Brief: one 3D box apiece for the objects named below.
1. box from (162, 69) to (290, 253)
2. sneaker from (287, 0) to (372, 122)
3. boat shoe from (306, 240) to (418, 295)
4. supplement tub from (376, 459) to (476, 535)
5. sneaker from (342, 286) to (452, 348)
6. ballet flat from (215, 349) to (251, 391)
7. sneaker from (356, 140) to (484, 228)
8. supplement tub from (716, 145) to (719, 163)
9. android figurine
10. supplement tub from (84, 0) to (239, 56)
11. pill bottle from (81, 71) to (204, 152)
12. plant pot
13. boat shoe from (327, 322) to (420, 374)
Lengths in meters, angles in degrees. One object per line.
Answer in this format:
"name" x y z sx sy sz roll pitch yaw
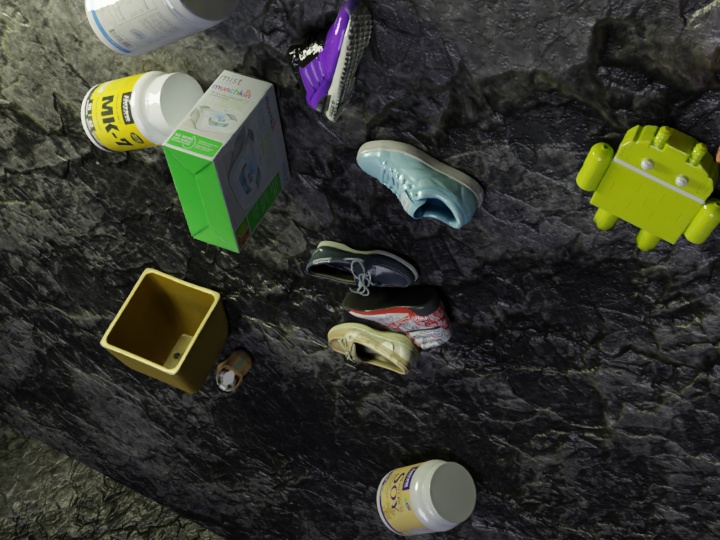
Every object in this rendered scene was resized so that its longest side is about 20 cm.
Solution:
"box" -0.198 -0.165 1.443 0.095 0.177 0.202 19 144 20
"sneaker" -0.052 -0.287 1.262 0.099 0.070 0.201 31 146 6
"boat shoe" 0.000 0.000 1.593 0.197 0.062 0.076 16 142 23
"supplement tub" 0.140 0.484 2.023 0.145 0.146 0.199 41 146 -13
"sneaker" 0.065 0.085 1.644 0.199 0.068 0.109 -2 131 38
"ballet flat" -0.299 0.237 2.150 0.068 0.063 0.200 33 147 -1
"sneaker" 0.074 -0.121 1.357 0.198 0.082 0.074 22 145 16
"supplement tub" 0.484 -0.114 0.984 0.198 0.123 0.123 28 147 9
"android figurine" 0.363 -0.103 1.178 0.180 0.041 0.201 29 148 7
"supplement tub" -0.268 -0.373 1.276 0.198 0.133 0.132 -6 131 43
"pill bottle" -0.344 -0.254 1.510 0.198 0.115 0.115 -1 135 40
"plant pot" -0.393 0.150 2.012 0.193 0.196 0.201 18 154 20
"boat shoe" 0.015 0.150 1.772 0.198 0.063 0.074 10 141 31
